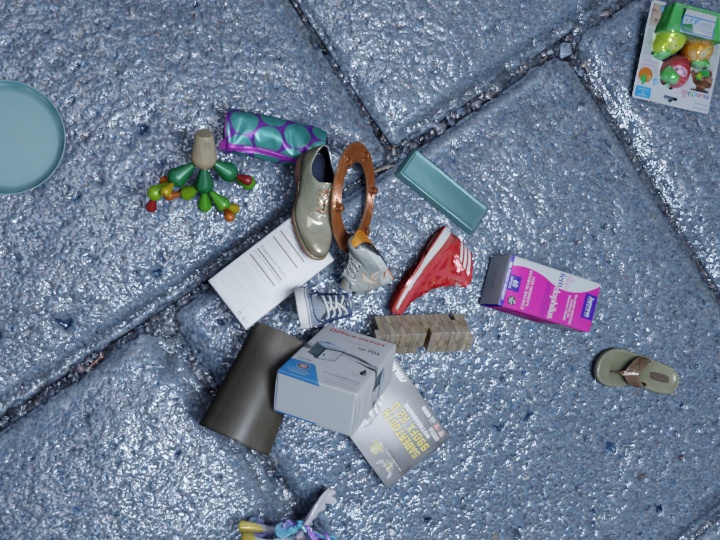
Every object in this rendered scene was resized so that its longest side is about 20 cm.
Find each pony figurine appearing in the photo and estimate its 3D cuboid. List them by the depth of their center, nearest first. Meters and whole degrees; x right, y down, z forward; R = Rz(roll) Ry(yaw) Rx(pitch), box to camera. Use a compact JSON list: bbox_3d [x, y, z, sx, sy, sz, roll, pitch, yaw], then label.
[{"bbox_3d":[-0.117,0.483,1.207,0.198,0.193,0.169,0,85,8],"label":"pony figurine"}]

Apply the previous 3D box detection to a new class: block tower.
[{"bbox_3d":[0.114,0.121,1.298,0.198,0.058,0.054,-2,129,-16],"label":"block tower"}]

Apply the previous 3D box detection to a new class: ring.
[{"bbox_3d":[-0.006,-0.131,1.235,0.019,0.200,0.203,8,86,21],"label":"ring"}]

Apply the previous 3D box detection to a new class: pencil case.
[{"bbox_3d":[-0.155,-0.236,1.257,0.198,0.085,0.093,11,51,-9],"label":"pencil case"}]

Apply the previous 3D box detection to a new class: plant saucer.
[{"bbox_3d":[-0.623,-0.233,1.198,0.198,0.027,0.203,0,88,-12],"label":"plant saucer"},{"bbox_3d":[0.165,-0.157,1.351,0.199,0.019,0.070,38,82,-8],"label":"plant saucer"}]

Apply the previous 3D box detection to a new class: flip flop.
[{"bbox_3d":[0.573,0.212,1.396,0.198,0.058,0.082,15,85,-10],"label":"flip flop"}]

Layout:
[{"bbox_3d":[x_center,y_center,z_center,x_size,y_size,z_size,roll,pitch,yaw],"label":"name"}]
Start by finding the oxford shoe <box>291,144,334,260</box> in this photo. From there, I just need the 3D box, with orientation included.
[{"bbox_3d":[-0.076,-0.120,1.175,0.070,0.074,0.202,0,77,-30],"label":"oxford shoe"}]

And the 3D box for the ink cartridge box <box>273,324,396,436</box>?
[{"bbox_3d":[-0.039,0.183,1.174,0.145,0.200,0.087,14,114,17],"label":"ink cartridge box"}]

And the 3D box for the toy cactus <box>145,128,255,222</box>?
[{"bbox_3d":[-0.280,-0.165,1.203,0.198,0.103,0.166,-3,132,-17],"label":"toy cactus"}]

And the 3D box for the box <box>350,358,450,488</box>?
[{"bbox_3d":[0.052,0.284,1.299,0.158,0.048,0.201,-35,94,-10],"label":"box"}]

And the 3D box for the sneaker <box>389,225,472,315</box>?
[{"bbox_3d":[0.149,0.023,1.313,0.115,0.078,0.201,36,83,-6],"label":"sneaker"}]

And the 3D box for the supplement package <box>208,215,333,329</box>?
[{"bbox_3d":[-0.163,0.002,1.234,0.199,0.114,0.110,-39,94,-12],"label":"supplement package"}]

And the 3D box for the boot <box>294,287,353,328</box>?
[{"bbox_3d":[-0.062,0.061,1.203,0.089,0.200,0.074,-10,88,1],"label":"boot"}]

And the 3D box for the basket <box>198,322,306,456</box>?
[{"bbox_3d":[-0.181,0.207,1.207,0.135,0.180,0.202,24,75,2],"label":"basket"}]

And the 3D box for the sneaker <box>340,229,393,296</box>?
[{"bbox_3d":[0.000,0.000,1.232,0.092,0.200,0.076,-35,66,-1],"label":"sneaker"}]

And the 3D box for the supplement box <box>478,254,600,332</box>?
[{"bbox_3d":[0.352,0.047,1.338,0.198,0.103,0.102,16,84,-12],"label":"supplement box"}]

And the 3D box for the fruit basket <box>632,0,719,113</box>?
[{"bbox_3d":[0.673,-0.446,1.421,0.183,0.094,0.202,10,90,-10],"label":"fruit basket"}]
